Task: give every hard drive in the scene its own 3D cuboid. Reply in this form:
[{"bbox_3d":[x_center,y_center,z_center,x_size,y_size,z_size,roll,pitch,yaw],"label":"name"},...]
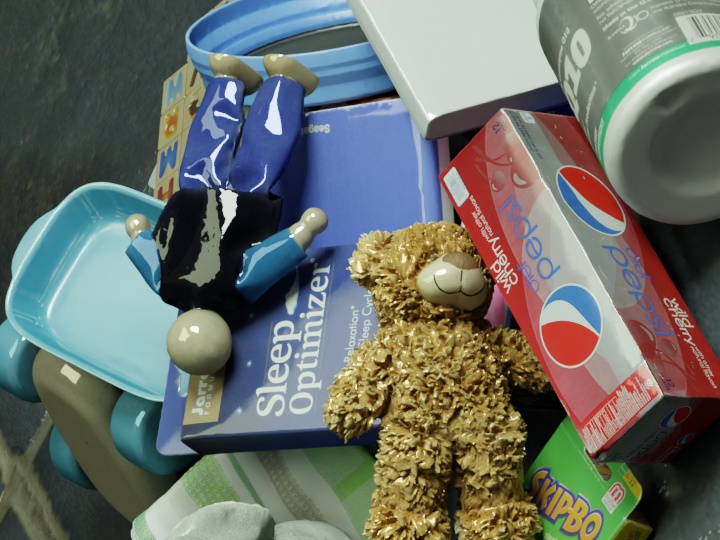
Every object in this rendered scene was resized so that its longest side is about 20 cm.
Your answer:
[{"bbox_3d":[0.057,-0.176,1.595,0.027,0.131,0.201,102,146,-53],"label":"hard drive"},{"bbox_3d":[0.000,0.000,1.597,0.131,0.025,0.202,-6,86,35],"label":"hard drive"}]

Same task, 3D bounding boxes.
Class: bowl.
[{"bbox_3d":[-0.015,-0.154,1.718,0.200,0.200,0.040,28,133,59],"label":"bowl"}]

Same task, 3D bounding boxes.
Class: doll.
[{"bbox_3d":[-0.078,-0.033,1.567,0.136,0.048,0.201,4,68,27],"label":"doll"}]

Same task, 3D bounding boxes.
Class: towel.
[{"bbox_3d":[-0.052,0.170,1.615,0.200,0.031,0.150,-43,76,35],"label":"towel"}]

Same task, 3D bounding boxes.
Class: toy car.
[{"bbox_3d":[-0.113,0.065,1.782,0.200,0.177,0.184,-45,39,-20],"label":"toy car"}]

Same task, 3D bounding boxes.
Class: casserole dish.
[{"bbox_3d":[-0.139,0.019,1.669,0.199,0.039,0.122,23,76,34],"label":"casserole dish"}]

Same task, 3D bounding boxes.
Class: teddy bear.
[{"bbox_3d":[0.049,0.068,1.445,0.067,0.144,0.201,94,-170,-77],"label":"teddy bear"}]

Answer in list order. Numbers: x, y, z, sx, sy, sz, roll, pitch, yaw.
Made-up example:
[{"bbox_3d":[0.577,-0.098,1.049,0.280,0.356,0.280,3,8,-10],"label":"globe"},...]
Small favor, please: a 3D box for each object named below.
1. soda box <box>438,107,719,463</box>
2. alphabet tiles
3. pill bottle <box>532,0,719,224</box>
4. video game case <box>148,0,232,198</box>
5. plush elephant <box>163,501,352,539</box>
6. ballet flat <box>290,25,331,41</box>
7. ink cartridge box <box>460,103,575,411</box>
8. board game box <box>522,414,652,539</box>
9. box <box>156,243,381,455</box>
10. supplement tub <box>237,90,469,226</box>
[{"bbox_3d":[0.123,0.008,1.425,0.063,0.070,0.201,-46,57,32],"label":"soda box"},{"bbox_3d":[-0.105,-0.126,1.953,0.166,0.006,0.201,-33,44,42],"label":"alphabet tiles"},{"bbox_3d":[0.164,-0.127,1.470,0.113,0.113,0.200,-52,33,24],"label":"pill bottle"},{"bbox_3d":[-0.077,-0.131,1.942,0.182,0.023,0.201,29,94,60],"label":"video game case"},{"bbox_3d":[-0.062,0.211,1.519,0.200,0.154,0.165,-36,76,33],"label":"plush elephant"},{"bbox_3d":[-0.041,-0.115,1.823,0.067,0.068,0.201,24,-100,-77],"label":"ballet flat"},{"bbox_3d":[0.105,-0.016,1.540,0.094,0.037,0.201,0,67,35],"label":"ink cartridge box"},{"bbox_3d":[0.093,0.178,1.463,0.201,0.030,0.096,-59,32,19],"label":"board game box"},{"bbox_3d":[-0.038,0.047,1.554,0.199,0.032,0.122,-7,63,29],"label":"box"},{"bbox_3d":[-0.006,-0.070,1.697,0.200,0.107,0.108,16,84,54],"label":"supplement tub"}]
